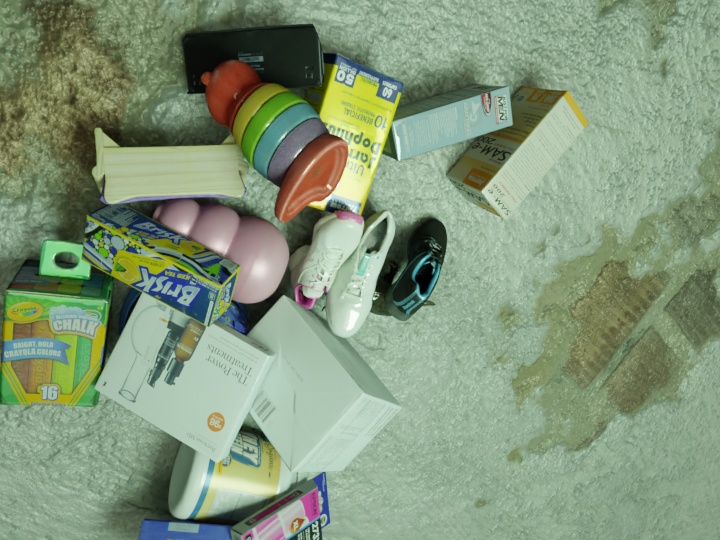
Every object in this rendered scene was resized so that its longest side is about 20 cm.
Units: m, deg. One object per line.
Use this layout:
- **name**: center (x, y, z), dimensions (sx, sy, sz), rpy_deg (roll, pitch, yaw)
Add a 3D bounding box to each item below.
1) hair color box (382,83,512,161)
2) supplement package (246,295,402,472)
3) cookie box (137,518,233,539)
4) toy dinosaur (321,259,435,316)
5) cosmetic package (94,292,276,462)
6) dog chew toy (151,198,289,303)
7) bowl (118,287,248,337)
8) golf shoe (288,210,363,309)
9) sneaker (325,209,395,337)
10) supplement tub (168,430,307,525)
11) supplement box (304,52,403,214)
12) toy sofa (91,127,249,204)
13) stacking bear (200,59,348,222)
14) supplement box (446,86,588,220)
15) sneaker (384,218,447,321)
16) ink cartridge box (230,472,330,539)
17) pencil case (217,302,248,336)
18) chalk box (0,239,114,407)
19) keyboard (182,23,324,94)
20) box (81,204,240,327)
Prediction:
- **hair color box**: center (0.123, -0.231, 0.887), dimensions (0.195, 0.099, 0.062), rpy_deg (-20, 114, -12)
- **supplement package**: center (-0.069, 0.178, 0.869), dimensions (0.147, 0.191, 0.200), rpy_deg (-45, 154, 1)
- **cookie box**: center (-0.235, 0.457, 0.926), dimensions (0.166, 0.077, 0.201), rpy_deg (-4, 148, 19)
- **toy dinosaur**: center (0.033, 0.036, 0.975), dimensions (0.195, 0.077, 0.104), rpy_deg (15, 115, -29)
- **cosmetic package**: center (-0.233, 0.135, 0.774), dimensions (0.196, 0.052, 0.154), rpy_deg (27, 88, 7)
- **dog chew toy**: center (-0.203, -0.037, 0.830), dimensions (0.196, 0.125, 0.127), rpy_deg (26, 99, -17)
- **bowl**: center (-0.270, 0.089, 0.891), dimensions (0.194, 0.039, 0.207), rpy_deg (-7, 111, -17)
- **golf shoe**: center (-0.050, -0.012, 0.853), dimensions (0.073, 0.094, 0.200), rpy_deg (13, 148, -23)
- **sneaker**: center (0.000, 0.000, 0.870), dimensions (0.073, 0.089, 0.206), rpy_deg (21, 82, -3)
- **supplement tub**: center (-0.199, 0.342, 0.947), dimensions (0.196, 0.145, 0.148), rpy_deg (21, 101, -25)
- **supplement box**: center (-0.032, -0.194, 0.838), dimensions (0.106, 0.110, 0.206), rpy_deg (13, 104, -23)
- **toy sofa**: center (-0.251, -0.131, 0.777), dimensions (0.194, 0.083, 0.101), rpy_deg (-6, 81, -18)
- **stacking bear**: center (-0.118, -0.182, 0.727), dimensions (0.121, 0.200, 0.115), rpy_deg (-35, 164, -44)
- **supplement box**: center (0.248, -0.194, 0.931), dimensions (0.073, 0.126, 0.201), rpy_deg (40, 92, -28)
- **sneaker**: center (0.109, -0.010, 0.925), dimensions (0.072, 0.082, 0.203), rpy_deg (34, 54, -13)
- **ink cartridge box**: center (-0.110, 0.400, 0.892), dimensions (0.197, 0.036, 0.098), rpy_deg (-16, 104, -49)
- **pencil case**: center (-0.245, 0.133, 0.846), dimensions (0.201, 0.087, 0.078), rpy_deg (-50, 138, 3)
- **chalk box**: center (-0.407, 0.063, 0.784), dimensions (0.121, 0.124, 0.206), rpy_deg (6, 107, -21)
- **keyboard**: center (-0.144, -0.258, 0.780), dimensions (0.193, 0.021, 0.132), rpy_deg (0, 104, 10)
- **box**: center (-0.261, -0.010, 0.758), dimensions (0.196, 0.065, 0.071), rpy_deg (27, 120, 4)
